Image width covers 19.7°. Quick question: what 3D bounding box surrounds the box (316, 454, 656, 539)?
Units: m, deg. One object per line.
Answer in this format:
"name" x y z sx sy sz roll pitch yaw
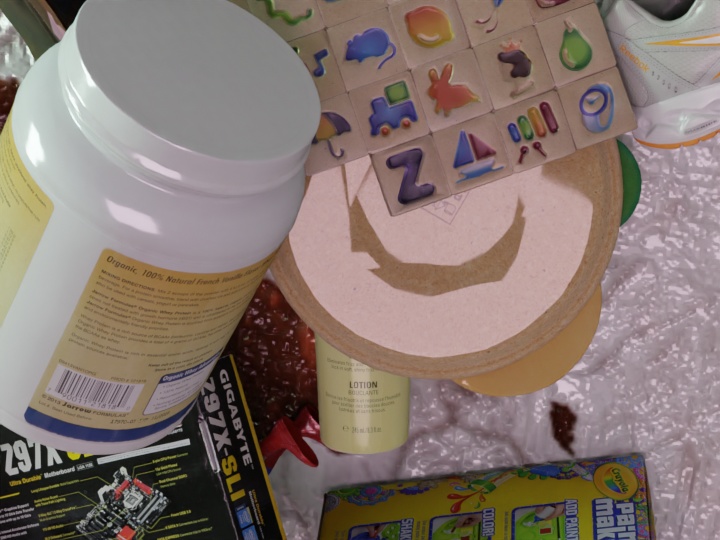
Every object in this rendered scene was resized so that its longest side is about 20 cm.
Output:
"box" 0.084 0.231 1.196 0.191 0.122 0.201 -8 115 8

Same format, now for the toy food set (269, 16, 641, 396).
"toy food set" 0.044 -0.042 1.077 0.198 0.049 0.200 15 96 -1

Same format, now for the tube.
"tube" 0.000 0.000 1.131 0.052 0.058 0.202 20 117 45

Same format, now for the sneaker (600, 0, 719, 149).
"sneaker" 0.211 -0.137 1.029 0.199 0.076 0.092 -24 107 15

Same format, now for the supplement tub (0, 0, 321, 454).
"supplement tub" -0.112 -0.024 0.999 0.144 0.145 0.201 26 128 -7

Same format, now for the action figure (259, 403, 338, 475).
"action figure" -0.096 0.156 1.209 0.200 0.065 0.052 -39 89 21

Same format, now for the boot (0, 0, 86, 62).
"boot" -0.157 -0.073 1.095 0.097 0.075 0.201 -29 112 15

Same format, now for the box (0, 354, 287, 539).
"box" -0.139 0.147 1.161 0.199 0.049 0.161 -16 90 30

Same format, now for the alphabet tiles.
"alphabet tiles" 0.019 -0.116 1.042 0.199 0.008 0.168 -19 94 3
